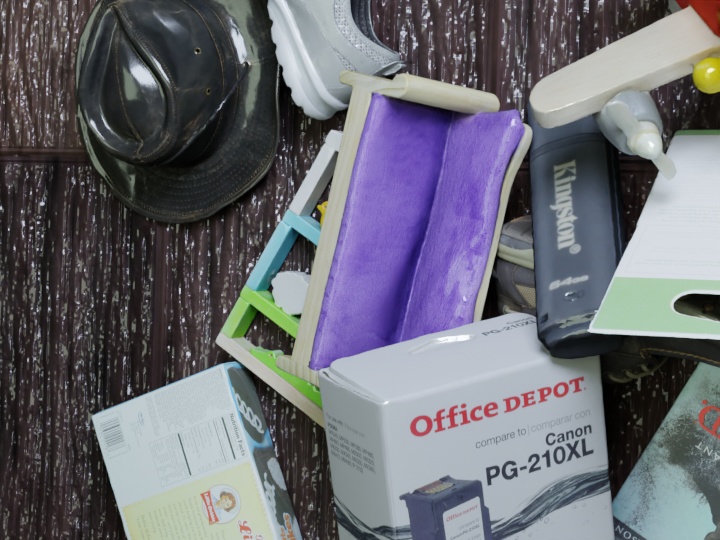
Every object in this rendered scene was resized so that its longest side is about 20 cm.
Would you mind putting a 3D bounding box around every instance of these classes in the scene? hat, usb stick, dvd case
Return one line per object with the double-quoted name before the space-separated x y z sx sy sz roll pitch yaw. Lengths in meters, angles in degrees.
"hat" -0.145 -0.132 1.159 0.200 0.081 0.202 2 93 33
"usb stick" 0.126 -0.035 0.996 0.055 0.033 0.201 -10 48 14
"dvd case" 0.249 0.111 1.002 0.146 0.022 0.201 36 106 22

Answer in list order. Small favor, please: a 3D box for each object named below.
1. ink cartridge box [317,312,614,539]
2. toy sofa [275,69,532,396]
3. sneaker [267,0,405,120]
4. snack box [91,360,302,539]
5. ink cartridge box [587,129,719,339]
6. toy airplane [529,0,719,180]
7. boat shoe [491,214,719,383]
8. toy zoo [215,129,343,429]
"ink cartridge box" 0.066 0.141 0.991 0.084 0.144 0.201 21 121 62
"toy sofa" 0.025 -0.017 1.039 0.097 0.083 0.201 21 100 49
"sneaker" -0.028 -0.205 1.118 0.082 0.075 0.201 -20 93 18
"snack box" -0.103 0.175 1.167 0.116 0.037 0.201 -21 81 24
"ink cartridge box" 0.220 -0.008 0.924 0.145 0.200 0.048 2 129 26
"toy airplane" 0.215 -0.130 0.946 0.199 0.199 0.142 -7 113 35
"boat shoe" 0.163 0.027 1.018 0.200 0.074 0.074 25 118 40
"toy zoo" 0.000 0.000 1.125 0.131 0.020 0.201 36 106 21
